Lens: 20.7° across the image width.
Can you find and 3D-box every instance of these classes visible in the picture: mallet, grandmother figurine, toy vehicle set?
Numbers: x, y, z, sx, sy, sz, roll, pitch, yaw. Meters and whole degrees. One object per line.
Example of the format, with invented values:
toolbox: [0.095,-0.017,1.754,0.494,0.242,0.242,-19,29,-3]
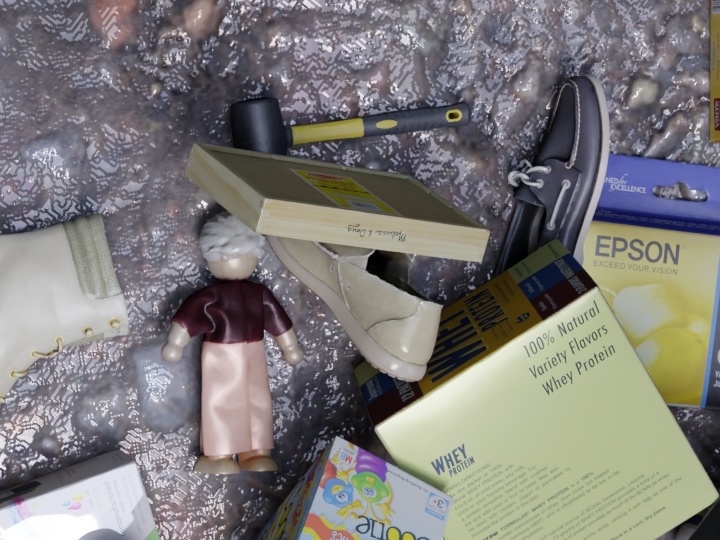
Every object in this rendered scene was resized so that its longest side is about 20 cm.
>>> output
mallet: [-0.006,-0.102,1.553,0.198,0.041,0.067,-1,94,-20]
grandmother figurine: [-0.101,0.054,1.524,0.121,0.060,0.202,0,90,-44]
toy vehicle set: [-0.017,-0.051,1.473,0.199,0.124,0.027,7,108,-32]

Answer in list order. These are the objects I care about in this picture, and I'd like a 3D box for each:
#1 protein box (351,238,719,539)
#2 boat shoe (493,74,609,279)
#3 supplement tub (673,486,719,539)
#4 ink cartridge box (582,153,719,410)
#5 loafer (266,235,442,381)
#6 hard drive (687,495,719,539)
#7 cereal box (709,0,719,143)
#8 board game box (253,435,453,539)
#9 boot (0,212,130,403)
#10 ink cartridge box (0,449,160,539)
protein box: [0.132,0.124,1.521,0.198,0.135,0.201,-32,108,2]
boat shoe: [0.150,-0.061,1.580,0.062,0.073,0.202,9,95,-19]
supplement tub: [0.370,0.202,1.619,0.200,0.144,0.145,-44,103,-9]
ink cartridge box: [0.263,0.012,1.630,0.196,0.047,0.202,5,94,-15]
loafer: [0.000,0.000,1.489,0.068,0.200,0.075,-51,146,14]
hard drive: [0.346,0.226,1.514,0.200,0.033,0.140,41,83,-26]
cereal box: [0.390,-0.180,1.658,0.198,0.039,0.145,-2,94,-16]
board game box: [-0.028,0.232,1.462,0.104,0.200,0.103,28,47,-8]
boot: [-0.246,0.064,1.474,0.153,0.072,0.202,-9,95,-18]
ink cartridge box: [-0.250,0.224,1.480,0.198,0.067,0.118,-19,99,-14]
